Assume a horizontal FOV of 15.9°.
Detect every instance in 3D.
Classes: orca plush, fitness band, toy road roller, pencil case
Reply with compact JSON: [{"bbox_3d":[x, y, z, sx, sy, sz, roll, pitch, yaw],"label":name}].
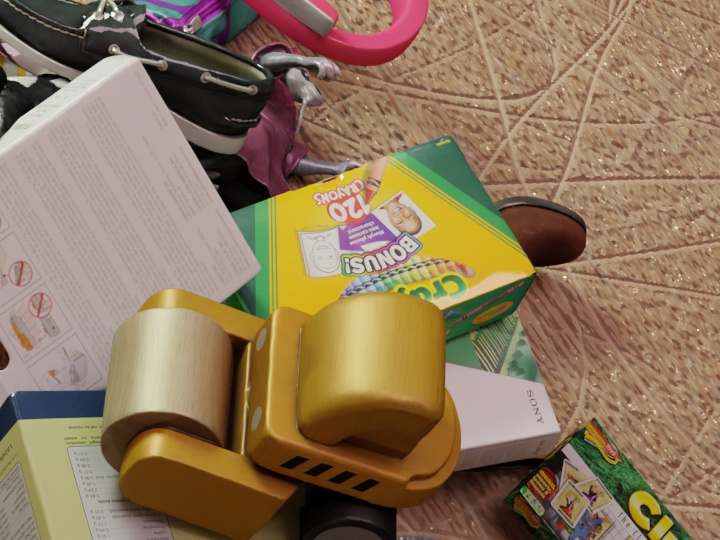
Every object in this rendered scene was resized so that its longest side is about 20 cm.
[{"bbox_3d":[-0.216,-0.075,1.592,0.200,0.071,0.105,-19,108,-60],"label":"orca plush"},{"bbox_3d":[-0.040,-0.227,1.850,0.200,0.037,0.144,40,38,0],"label":"fitness band"},{"bbox_3d":[-0.035,0.070,1.464,0.200,0.146,0.123,20,46,-19],"label":"toy road roller"},{"bbox_3d":[-0.117,-0.191,1.851,0.200,0.092,0.085,-47,120,-48],"label":"pencil case"}]

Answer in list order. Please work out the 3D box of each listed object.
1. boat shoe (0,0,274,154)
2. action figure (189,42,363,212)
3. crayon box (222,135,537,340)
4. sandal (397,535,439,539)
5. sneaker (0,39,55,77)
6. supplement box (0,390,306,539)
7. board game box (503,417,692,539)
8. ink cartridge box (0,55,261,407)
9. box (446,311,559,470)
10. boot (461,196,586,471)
[{"bbox_3d":[-0.151,-0.148,1.676,0.200,0.060,0.076,24,25,-18],"label":"boat shoe"},{"bbox_3d":[-0.078,-0.087,1.815,0.149,0.134,0.200,-3,36,12],"label":"action figure"},{"bbox_3d":[0.000,0.000,1.698,0.200,0.058,0.119,-21,67,-26],"label":"crayon box"},{"bbox_3d":[0.080,0.237,1.682,0.200,0.043,0.076,30,51,-24],"label":"sandal"},{"bbox_3d":[-0.245,-0.110,1.721,0.200,0.075,0.090,44,43,19],"label":"sneaker"},{"bbox_3d":[-0.118,0.188,1.516,0.200,0.134,0.200,1,55,-33],"label":"supplement box"},{"bbox_3d":[0.191,0.205,1.768,0.200,0.023,0.105,51,43,0],"label":"board game box"},{"bbox_3d":[-0.179,-0.011,1.562,0.200,0.047,0.160,-37,110,-21],"label":"ink cartridge box"},{"bbox_3d":[0.019,0.069,1.725,0.200,0.036,0.145,-9,62,-21],"label":"box"},{"bbox_3d":[0.102,0.045,1.825,0.188,0.068,0.200,2,56,-33],"label":"boot"}]
